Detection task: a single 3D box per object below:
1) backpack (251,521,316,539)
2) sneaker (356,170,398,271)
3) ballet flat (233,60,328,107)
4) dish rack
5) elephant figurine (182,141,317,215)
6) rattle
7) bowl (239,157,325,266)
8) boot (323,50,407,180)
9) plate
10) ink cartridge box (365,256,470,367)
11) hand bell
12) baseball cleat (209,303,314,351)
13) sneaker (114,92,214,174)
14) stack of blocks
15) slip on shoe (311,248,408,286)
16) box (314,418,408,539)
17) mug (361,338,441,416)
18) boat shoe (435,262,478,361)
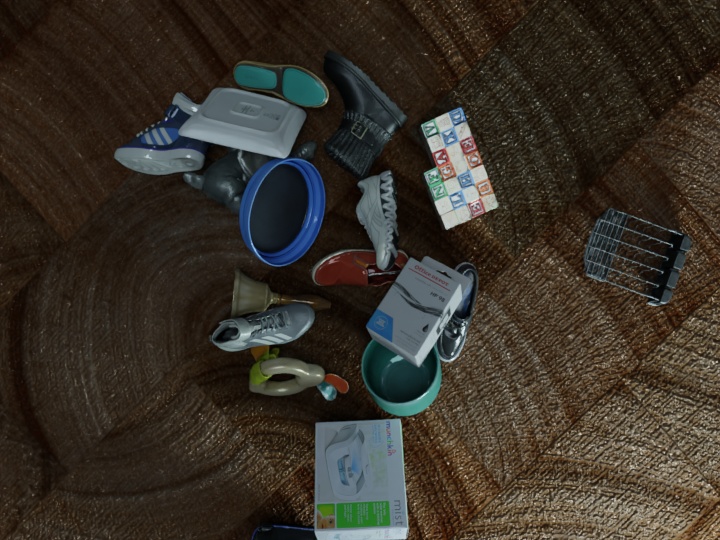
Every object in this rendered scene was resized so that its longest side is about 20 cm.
[{"bbox_3d":[-0.133,0.611,1.137,0.178,0.148,0.205,5,68,1],"label":"backpack"},{"bbox_3d":[0.032,-0.093,1.116,0.079,0.075,0.205,-5,66,10],"label":"sneaker"},{"bbox_3d":[-0.145,-0.365,1.106,0.195,0.063,0.070,19,119,8],"label":"ballet flat"},{"bbox_3d":[0.542,-0.030,1.146,0.195,0.055,0.157,19,93,1],"label":"dish rack"},{"bbox_3d":[-0.202,-0.206,1.104,0.140,0.155,0.203,31,90,20],"label":"elephant figurine"},{"bbox_3d":[-0.129,0.183,1.178,0.195,0.144,0.133,0,128,-15],"label":"rattle"},{"bbox_3d":[-0.145,-0.111,1.083,0.039,0.199,0.206,20,95,34],"label":"bowl"},{"bbox_3d":[-0.028,-0.297,1.113,0.211,0.079,0.158,42,94,-3],"label":"boot"},{"bbox_3d":[-0.208,-0.283,1.063,0.195,0.202,0.033,13,127,-1],"label":"plate"},{"bbox_3d":[0.112,0.060,1.081,0.114,0.067,0.202,27,73,24],"label":"ink cartridge box"},{"bbox_3d":[-0.155,0.057,1.150,0.195,0.104,0.107,6,95,-12],"label":"hand bell"},{"bbox_3d":[-0.182,0.109,1.076,0.195,0.107,0.071,-20,79,1],"label":"baseball cleat"},{"bbox_3d":[-0.377,-0.273,1.129,0.195,0.081,0.150,2,74,17],"label":"sneaker"},{"bbox_3d":[0.178,-0.196,1.130,0.113,0.059,0.204,-22,94,2],"label":"stack of blocks"},{"bbox_3d":[0.000,0.000,1.137,0.194,0.062,0.076,-5,125,0],"label":"slip on shoe"},{"bbox_3d":[0.000,0.404,1.115,0.171,0.098,0.204,-2,55,1],"label":"box"},{"bbox_3d":[0.096,0.193,1.123,0.182,0.115,0.153,-30,60,-6],"label":"mug"},{"bbox_3d":[0.194,0.086,1.149,0.068,0.066,0.205,17,94,-1],"label":"boat shoe"}]
